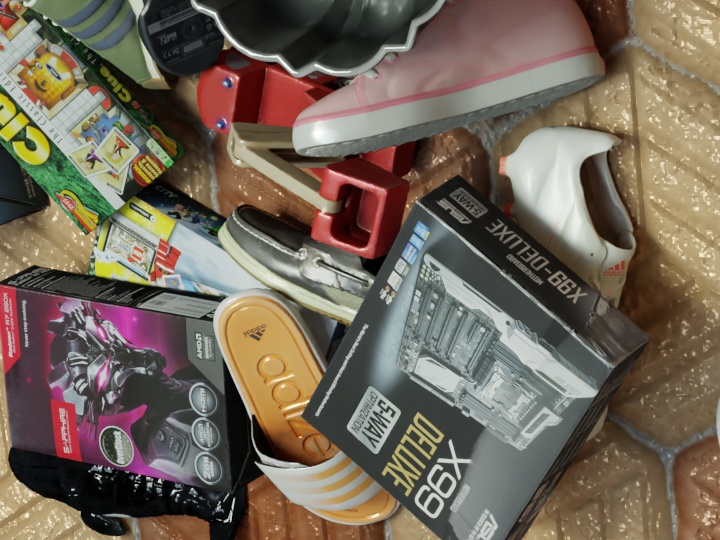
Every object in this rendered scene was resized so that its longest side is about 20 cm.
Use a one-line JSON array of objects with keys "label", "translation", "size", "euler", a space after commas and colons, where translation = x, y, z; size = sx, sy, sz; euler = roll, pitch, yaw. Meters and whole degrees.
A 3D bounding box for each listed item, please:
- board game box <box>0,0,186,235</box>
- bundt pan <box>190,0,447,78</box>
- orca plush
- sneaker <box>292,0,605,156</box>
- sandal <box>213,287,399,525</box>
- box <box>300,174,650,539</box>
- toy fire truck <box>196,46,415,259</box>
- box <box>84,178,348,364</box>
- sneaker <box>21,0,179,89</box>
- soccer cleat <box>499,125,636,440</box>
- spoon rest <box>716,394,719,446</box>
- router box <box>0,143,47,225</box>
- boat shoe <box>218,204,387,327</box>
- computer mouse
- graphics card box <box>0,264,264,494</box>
[{"label": "board game box", "translation": [-0.217, -0.124, 1.785], "size": [0.200, 0.023, 0.105], "euler": [47, 131, -8]}, {"label": "bundt pan", "translation": [-0.015, -0.216, 1.531], "size": [0.201, 0.076, 0.203], "euler": [9, 110, 27]}, {"label": "orca plush", "translation": [-0.182, 0.161, 1.908], "size": [0.199, 0.071, 0.106], "euler": [28, 120, 23]}, {"label": "sneaker", "translation": [0.042, -0.136, 1.600], "size": [0.075, 0.199, 0.105], "euler": [152, 100, -75]}, {"label": "sandal", "translation": [-0.041, 0.105, 1.749], "size": [0.079, 0.059, 0.207], "euler": [-22, 122, 15]}, {"label": "box", "translation": [0.067, 0.066, 1.636], "size": [0.158, 0.050, 0.200], "euler": [41, 131, 15]}, {"label": "toy fire truck", "translation": [-0.036, -0.081, 1.682], "size": [0.199, 0.141, 0.049], "euler": [24, 118, 25]}, {"label": "box", "translation": [-0.102, 0.037, 1.832], "size": [0.199, 0.038, 0.137], "euler": [31, 121, 22]}, {"label": "sneaker", "translation": [-0.176, -0.184, 1.715], "size": [0.089, 0.200, 0.067], "euler": [3, 64, 11]}, {"label": "soccer cleat", "translation": [0.136, 0.010, 1.646], "size": [0.077, 0.069, 0.201], "euler": [-2, 102, 31]}, {"label": "spoon rest", "translation": [0.294, 0.105, 1.584], "size": [0.199, 0.060, 0.100], "euler": [10, 111, 46]}, {"label": "router box", "translation": [-0.311, -0.113, 1.852], "size": [0.062, 0.150, 0.201], "euler": [-9, 101, 36]}, {"label": "boat shoe", "translation": [0.000, 0.000, 1.736], "size": [0.199, 0.073, 0.065], "euler": [28, 112, 16]}, {"label": "computer mouse", "translation": [-0.122, -0.204, 1.654], "size": [0.034, 0.058, 0.201], "euler": [50, 156, 44]}, {"label": "graphics card box", "translation": [-0.158, 0.073, 1.827], "size": [0.199, 0.051, 0.126], "euler": [9, 111, 31]}]
